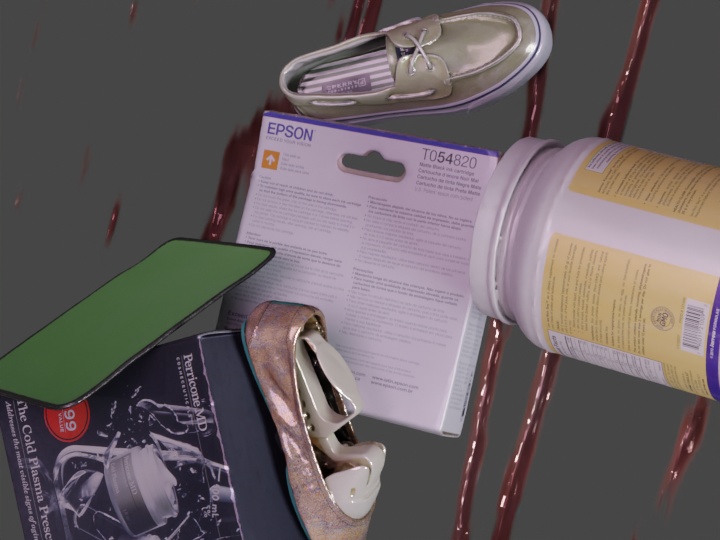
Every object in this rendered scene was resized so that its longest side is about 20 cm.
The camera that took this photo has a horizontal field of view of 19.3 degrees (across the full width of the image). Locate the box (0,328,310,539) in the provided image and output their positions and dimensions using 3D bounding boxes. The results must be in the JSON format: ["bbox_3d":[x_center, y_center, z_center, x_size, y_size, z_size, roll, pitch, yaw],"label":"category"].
[{"bbox_3d":[-0.139,0.156,1.489,0.181,0.104,0.201,-16,85,26],"label":"box"}]

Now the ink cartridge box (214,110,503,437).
[{"bbox_3d":[0.000,0.000,1.507,0.198,0.041,0.201,13,89,27],"label":"ink cartridge box"}]

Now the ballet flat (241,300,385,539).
[{"bbox_3d":[-0.022,0.114,1.452,0.067,0.068,0.201,-13,106,32],"label":"ballet flat"}]

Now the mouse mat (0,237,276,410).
[{"bbox_3d":[-0.168,0.034,1.496,0.161,0.200,0.008,7,128,56],"label":"mouse mat"}]

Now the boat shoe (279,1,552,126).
[{"bbox_3d":[0.037,-0.143,1.502,0.199,0.062,0.073,-17,75,20],"label":"boat shoe"}]

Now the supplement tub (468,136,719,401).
[{"bbox_3d":[0.185,-0.004,1.368,0.199,0.145,0.146,16,89,26],"label":"supplement tub"}]
